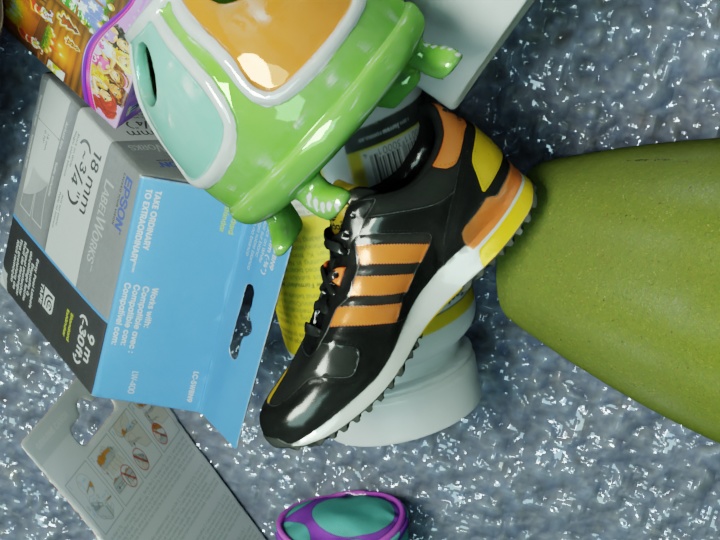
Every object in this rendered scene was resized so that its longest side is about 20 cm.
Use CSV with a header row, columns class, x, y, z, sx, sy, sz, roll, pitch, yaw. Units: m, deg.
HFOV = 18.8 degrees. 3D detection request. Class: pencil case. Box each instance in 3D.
class,x,y,z,sx,sy,sz,roll,pitch,yaw
pencil case,-0.009,0.239,1.354,0.085,0.092,0.200,2,111,9

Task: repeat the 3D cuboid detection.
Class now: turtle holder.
class,x,y,z,sx,sy,sz,roll,pitch,yaw
turtle holder,-0.045,-0.102,1.085,0.132,0.186,0.141,39,96,-8

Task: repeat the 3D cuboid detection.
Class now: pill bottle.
class,x,y,z,sx,sy,sz,roll,pitch,yaw
pill bottle,0.001,-0.009,1.240,0.114,0.114,0.200,-9,109,18

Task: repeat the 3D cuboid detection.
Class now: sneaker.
class,x,y,z,sx,sy,sz,roll,pitch,yaw
sneaker,0.000,0.000,1.146,0.090,0.070,0.200,45,80,-20

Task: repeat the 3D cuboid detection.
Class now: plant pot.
class,x,y,z,sx,sy,sz,roll,pitch,yaw
plant pot,0.183,0.002,1.177,0.200,0.187,0.187,14,115,26

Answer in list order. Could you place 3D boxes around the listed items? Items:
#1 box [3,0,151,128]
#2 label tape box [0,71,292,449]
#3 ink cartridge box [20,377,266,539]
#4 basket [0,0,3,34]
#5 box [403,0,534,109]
class,x,y,z,sx,sy,sz,roll,pitch,yaw
box,-0.143,-0.185,1.134,0.137,0.039,0.200,41,142,11
label tape box,-0.128,-0.008,1.237,0.200,0.063,0.144,43,126,45
ink cartridge box,-0.131,0.159,1.316,0.047,0.160,0.200,-33,100,22
basket,-0.279,-0.100,1.215,0.180,0.136,0.200,13,148,-21
box,0.029,-0.223,1.095,0.199,0.131,0.200,35,146,-1
